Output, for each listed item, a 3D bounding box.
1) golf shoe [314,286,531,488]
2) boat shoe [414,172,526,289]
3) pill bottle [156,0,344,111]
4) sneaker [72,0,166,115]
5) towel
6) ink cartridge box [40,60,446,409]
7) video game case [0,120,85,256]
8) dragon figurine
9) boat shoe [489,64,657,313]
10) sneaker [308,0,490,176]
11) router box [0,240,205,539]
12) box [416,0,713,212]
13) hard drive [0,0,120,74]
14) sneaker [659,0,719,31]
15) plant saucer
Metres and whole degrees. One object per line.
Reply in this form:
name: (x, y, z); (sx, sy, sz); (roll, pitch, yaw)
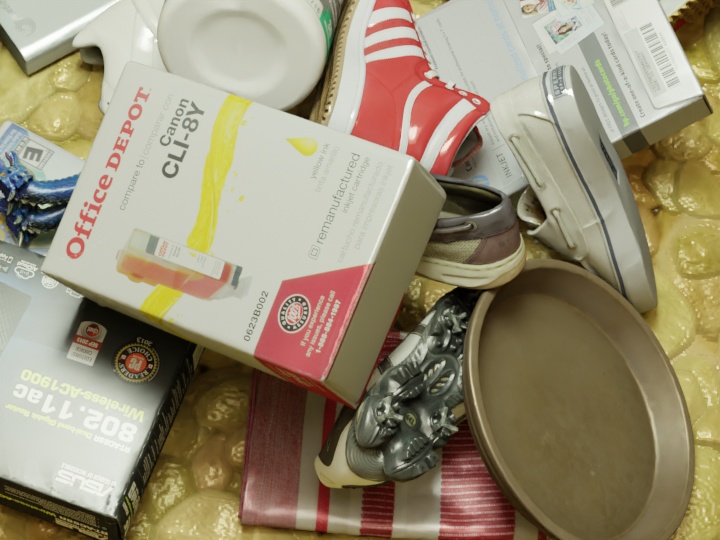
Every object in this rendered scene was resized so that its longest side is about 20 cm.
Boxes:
golf shoe: (0.039, 0.071, 1.383); (0.200, 0.094, 0.078); (-36, 93, -45)
boat shoe: (0.009, -0.042, 1.370); (0.199, 0.065, 0.072); (14, 41, 22)
pill bottle: (-0.063, -0.204, 1.469); (0.113, 0.113, 0.200); (11, 42, 2)
sneaker: (-0.128, -0.107, 1.499); (0.087, 0.075, 0.200); (-31, 64, -1)
towel: (0.025, 0.105, 1.418); (0.199, 0.023, 0.145); (5, 64, -1)
ink cartridge box: (-0.071, -0.023, 1.309); (0.199, 0.083, 0.146); (20, 84, 20)
video game case: (-0.215, 0.017, 1.448); (0.182, 0.022, 0.200); (28, 65, 10)
dragon figurine: (-0.152, -0.023, 1.426); (0.200, 0.059, 0.099); (38, 68, 15)
boat shoe: (0.138, -0.045, 1.421); (0.070, 0.200, 0.071); (-16, 42, 16)
sneaker: (0.033, -0.133, 1.461); (0.112, 0.071, 0.200); (21, 47, -9)
router box: (-0.215, 0.069, 1.376); (0.199, 0.062, 0.150); (18, 66, 6)
box: (0.119, -0.131, 1.487); (0.199, 0.041, 0.156); (-27, 66, 10)
hard drive: (-0.189, -0.240, 1.575); (0.200, 0.026, 0.132); (-31, 69, -17)
sneaker: (0.204, -0.212, 1.555); (0.200, 0.075, 0.090); (-40, 77, -21)
plant saucer: (0.134, 0.090, 1.374); (0.200, 0.029, 0.201); (22, 54, -34)
